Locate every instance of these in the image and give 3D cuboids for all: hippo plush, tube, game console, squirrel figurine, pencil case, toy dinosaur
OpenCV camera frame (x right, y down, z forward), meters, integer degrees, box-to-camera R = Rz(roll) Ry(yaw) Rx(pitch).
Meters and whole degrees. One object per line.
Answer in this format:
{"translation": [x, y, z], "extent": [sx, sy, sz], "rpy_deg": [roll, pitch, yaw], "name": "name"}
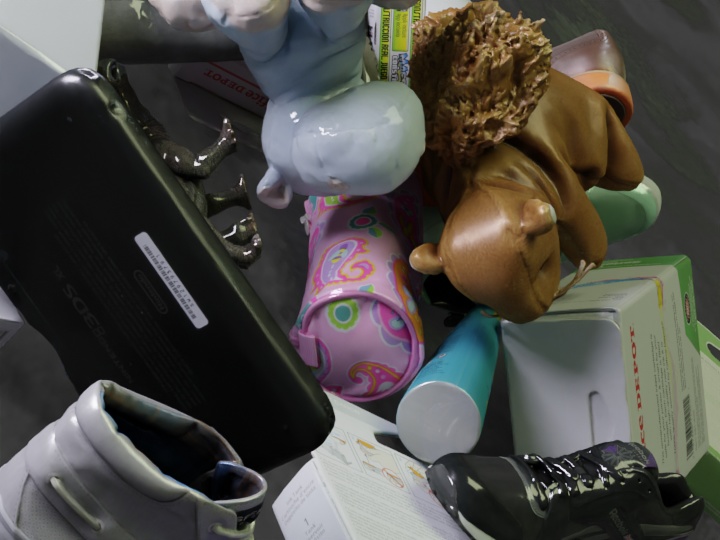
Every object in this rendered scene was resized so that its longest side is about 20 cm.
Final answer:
{"translation": [-0.043, -0.116, 1.083], "extent": [0.158, 0.162, 0.199], "rpy_deg": [-16, 15, -32], "name": "hippo plush"}
{"translation": [0.062, 0.063, 1.150], "extent": [0.050, 0.078, 0.200], "rpy_deg": [38, 18, -1], "name": "tube"}
{"translation": [-0.103, 0.001, 0.881], "extent": [0.201, 0.175, 0.116], "rpy_deg": [55, 38, -10], "name": "game console"}
{"translation": [0.079, -0.066, 1.136], "extent": [0.201, 0.140, 0.187], "rpy_deg": [67, 25, -22], "name": "squirrel figurine"}
{"translation": [0.000, 0.000, 1.173], "extent": [0.087, 0.087, 0.201], "rpy_deg": [36, 25, -19], "name": "pencil case"}
{"translation": [-0.111, -0.027, 1.048], "extent": [0.077, 0.101, 0.202], "rpy_deg": [82, -6, -61], "name": "toy dinosaur"}

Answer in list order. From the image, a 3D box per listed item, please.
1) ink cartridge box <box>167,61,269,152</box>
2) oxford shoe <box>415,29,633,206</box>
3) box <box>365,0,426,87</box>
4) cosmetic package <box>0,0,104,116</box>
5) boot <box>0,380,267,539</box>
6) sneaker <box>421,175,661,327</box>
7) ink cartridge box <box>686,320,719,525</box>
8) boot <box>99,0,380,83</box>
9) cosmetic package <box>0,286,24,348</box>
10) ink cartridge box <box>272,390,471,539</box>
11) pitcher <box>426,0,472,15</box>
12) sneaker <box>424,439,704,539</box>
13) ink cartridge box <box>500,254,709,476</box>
{"translation": [-0.087, -0.177, 1.322], "extent": [0.117, 0.067, 0.201], "rpy_deg": [23, 33, -40], "name": "ink cartridge box"}
{"translation": [0.097, -0.104, 1.276], "extent": [0.071, 0.199, 0.073], "rpy_deg": [43, 35, -44], "name": "oxford shoe"}
{"translation": [0.007, -0.148, 1.299], "extent": [0.034, 0.111, 0.200], "rpy_deg": [0, 12, -11], "name": "box"}
{"translation": [-0.200, -0.135, 1.035], "extent": [0.071, 0.101, 0.201], "rpy_deg": [34, 27, -25], "name": "cosmetic package"}
{"translation": [-0.069, 0.133, 0.826], "extent": [0.199, 0.096, 0.074], "rpy_deg": [37, 25, -21], "name": "boot"}
{"translation": [0.127, -0.013, 1.316], "extent": [0.198, 0.074, 0.119], "rpy_deg": [-6, 39, -3], "name": "sneaker"}
{"translation": [0.291, 0.128, 1.475], "extent": [0.145, 0.048, 0.200], "rpy_deg": [39, 24, -14], "name": "ink cartridge box"}
{"translation": [-0.094, -0.145, 1.187], "extent": [0.198, 0.073, 0.183], "rpy_deg": [0, 60, -26], "name": "boot"}
{"translation": [-0.249, -0.003, 0.808], "extent": [0.199, 0.051, 0.083], "rpy_deg": [11, 44, -52], "name": "cosmetic package"}
{"translation": [0.035, 0.153, 1.032], "extent": [0.199, 0.044, 0.174], "rpy_deg": [29, 18, -34], "name": "ink cartridge box"}
{"translation": [0.064, -0.122, 1.447], "extent": [0.201, 0.120, 0.172], "rpy_deg": [-106, 175, -45], "name": "pitcher"}
{"translation": [0.123, 0.125, 1.065], "extent": [0.199, 0.088, 0.076], "rpy_deg": [24, 22, -42], "name": "sneaker"}
{"translation": [0.169, 0.079, 1.233], "extent": [0.200, 0.083, 0.146], "rpy_deg": [-24, 109, -65], "name": "ink cartridge box"}
